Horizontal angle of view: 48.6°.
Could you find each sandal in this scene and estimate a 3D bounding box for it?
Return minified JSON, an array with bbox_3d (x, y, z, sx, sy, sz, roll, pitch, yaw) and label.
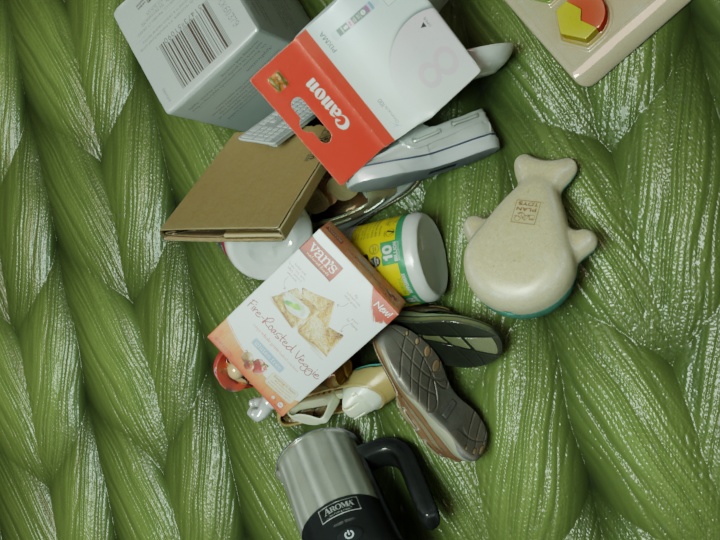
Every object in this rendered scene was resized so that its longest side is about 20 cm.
[{"bbox_3d":[0.085,0.070,1.001,0.201,0.057,0.080,6,133,35],"label":"sandal"}]

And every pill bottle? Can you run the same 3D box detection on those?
[{"bbox_3d":[-0.144,-0.070,1.041,0.200,0.111,0.111,40,111,60],"label":"pill bottle"},{"bbox_3d":[0.000,0.000,1.014,0.200,0.113,0.113,-11,86,25],"label":"pill bottle"}]

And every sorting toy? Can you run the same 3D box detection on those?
[{"bbox_3d":[0.269,-0.345,0.924,0.185,0.036,0.200,-41,74,20],"label":"sorting toy"}]

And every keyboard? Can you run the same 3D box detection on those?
[{"bbox_3d":[-0.074,-0.207,1.014,0.056,0.200,0.011,18,132,26],"label":"keyboard"}]

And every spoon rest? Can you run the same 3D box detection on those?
[{"bbox_3d":[0.092,-0.253,0.983,0.200,0.099,0.061,-11,99,33],"label":"spoon rest"}]

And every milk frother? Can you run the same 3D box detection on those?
[{"bbox_3d":[-0.001,0.331,1.015,0.188,0.180,0.200,-119,29,-49],"label":"milk frother"}]

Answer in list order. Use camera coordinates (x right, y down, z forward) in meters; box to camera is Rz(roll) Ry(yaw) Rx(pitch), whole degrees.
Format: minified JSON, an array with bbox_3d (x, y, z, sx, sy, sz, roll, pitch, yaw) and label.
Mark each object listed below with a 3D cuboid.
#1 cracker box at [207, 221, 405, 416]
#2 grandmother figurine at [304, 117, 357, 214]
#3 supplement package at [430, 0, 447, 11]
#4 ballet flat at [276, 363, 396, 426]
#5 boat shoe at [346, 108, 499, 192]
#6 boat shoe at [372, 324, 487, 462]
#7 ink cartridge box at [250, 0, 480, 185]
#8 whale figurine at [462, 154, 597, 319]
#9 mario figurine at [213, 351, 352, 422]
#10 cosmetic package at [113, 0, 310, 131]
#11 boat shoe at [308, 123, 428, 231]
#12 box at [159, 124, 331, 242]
[{"bbox_3d":[-0.064,0.058,0.946,0.200,0.058,0.134,-43,91,17],"label":"cracker box"},{"bbox_3d":[-0.064,-0.162,1.034,0.121,0.061,0.200,-18,50,5],"label":"grandmother figurine"},{"bbox_3d":[0.090,-0.430,0.941,0.111,0.156,0.200,46,109,15],"label":"supplement package"},{"bbox_3d":[-0.025,0.173,1.051,0.200,0.063,0.069,-16,128,29],"label":"ballet flat"},{"bbox_3d":[0.069,-0.147,0.964,0.200,0.074,0.065,-17,84,-19],"label":"boat shoe"},{"bbox_3d":[0.073,0.157,0.980,0.072,0.076,0.200,-27,99,47],"label":"boat shoe"},{"bbox_3d":[0.007,-0.216,0.876,0.200,0.057,0.163,-44,106,-6],"label":"ink cartridge box"},{"bbox_3d":[0.201,-0.037,0.941,0.159,0.104,0.200,8,70,26],"label":"whale figurine"},{"bbox_3d":[-0.117,0.124,1.039,0.200,0.106,0.124,-12,54,31],"label":"mario figurine"},{"bbox_3d":[-0.171,-0.301,1.043,0.165,0.200,0.165,-35,77,22],"label":"cosmetic package"},{"bbox_3d":[0.014,-0.113,1.030,0.200,0.068,0.075,-44,74,19],"label":"boat shoe"},{"bbox_3d":[-0.122,-0.106,0.940,0.163,0.200,0.021,0,133,26],"label":"box"}]
